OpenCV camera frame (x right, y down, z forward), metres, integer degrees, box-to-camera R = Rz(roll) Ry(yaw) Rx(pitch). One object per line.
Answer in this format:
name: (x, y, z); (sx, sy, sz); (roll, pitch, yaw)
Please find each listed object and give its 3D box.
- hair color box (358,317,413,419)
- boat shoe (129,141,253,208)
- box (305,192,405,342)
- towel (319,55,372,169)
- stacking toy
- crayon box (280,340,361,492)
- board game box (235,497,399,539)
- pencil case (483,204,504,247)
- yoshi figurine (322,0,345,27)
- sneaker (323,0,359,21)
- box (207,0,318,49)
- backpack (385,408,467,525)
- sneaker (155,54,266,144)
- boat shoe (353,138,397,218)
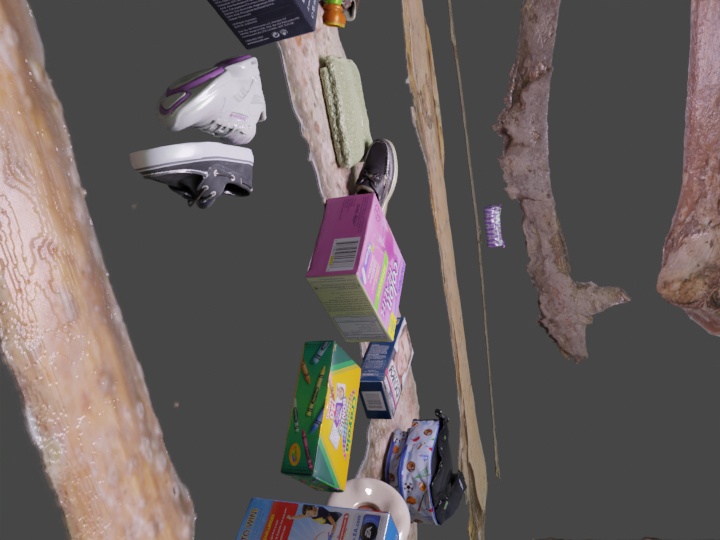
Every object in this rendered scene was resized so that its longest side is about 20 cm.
hair color box: (0.054, 0.196, 1.171); (0.201, 0.059, 0.102); (-64, 144, -53)
boat shoe: (-0.177, -0.103, 0.638); (0.200, 0.068, 0.068); (-32, 115, -74)
box: (0.000, 0.000, 1.019); (0.201, 0.095, 0.179); (63, 31, -46)
towel: (-0.022, -0.304, 1.093); (0.148, 0.036, 0.204); (-41, 124, -63)
stacking toy: (0.003, 0.469, 0.960); (0.147, 0.143, 0.204); (-57, 156, -56)
crayon box: (-0.057, 0.227, 0.888); (0.119, 0.057, 0.204); (54, 38, -53)
board game box: (-0.069, 0.376, 0.650); (0.202, 0.192, 0.057); (-70, 148, -44)
pencil case: (0.619, -0.207, 2.636); (0.084, 0.084, 0.205); (-36, 120, -66)
yoshi figurine: (-0.068, -0.494, 0.900); (0.111, 0.111, 0.204); (-18, 117, -37)
sneaker: (-0.043, -0.508, 1.029); (0.200, 0.069, 0.077); (-32, 117, -65)
box: (-0.137, -0.434, 0.718); (0.200, 0.115, 0.201); (40, 50, -60)
backpack: (0.132, 0.433, 1.212); (0.191, 0.151, 0.204); (-63, 138, -65)
sneaker: (-0.160, -0.189, 0.671); (0.201, 0.073, 0.101); (-59, 138, -55)
boat shoe: (0.022, -0.157, 1.105); (0.064, 0.071, 0.204); (2, 103, -63)
